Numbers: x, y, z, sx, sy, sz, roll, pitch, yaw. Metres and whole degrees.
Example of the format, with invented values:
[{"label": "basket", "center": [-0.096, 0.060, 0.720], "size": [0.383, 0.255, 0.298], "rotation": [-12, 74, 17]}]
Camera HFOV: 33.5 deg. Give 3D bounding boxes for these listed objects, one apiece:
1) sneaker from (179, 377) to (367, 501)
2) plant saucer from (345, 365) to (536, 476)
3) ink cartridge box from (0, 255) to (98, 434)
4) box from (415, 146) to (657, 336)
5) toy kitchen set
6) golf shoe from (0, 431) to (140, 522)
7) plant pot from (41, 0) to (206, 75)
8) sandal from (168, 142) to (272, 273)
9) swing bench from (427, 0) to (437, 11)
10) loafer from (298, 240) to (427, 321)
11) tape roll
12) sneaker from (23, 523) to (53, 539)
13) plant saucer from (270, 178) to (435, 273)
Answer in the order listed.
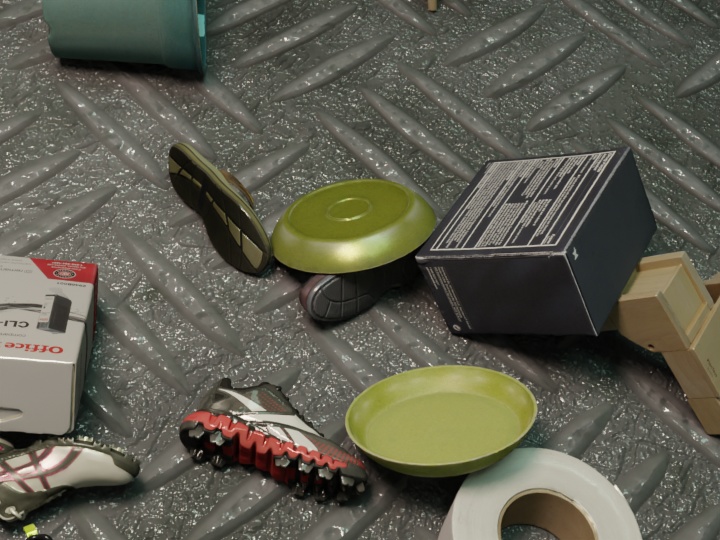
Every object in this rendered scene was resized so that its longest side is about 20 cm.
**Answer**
[{"label": "sneaker", "center": [-0.080, 0.168, 1.228], "size": [0.198, 0.071, 0.099], "rotation": [19, 52, 4]}, {"label": "plant saucer", "center": [0.084, 0.159, 1.241], "size": [0.197, 0.031, 0.200], "rotation": [-5, 23, 2]}, {"label": "ink cartridge box", "center": [-0.345, 0.069, 1.197], "size": [0.142, 0.085, 0.201], "rotation": [5, 29, -9]}, {"label": "box", "center": [0.204, -0.031, 1.366], "size": [0.197, 0.124, 0.200], "rotation": [-2, 37, 41]}, {"label": "toy kitchen set", "center": [0.361, 0.065, 1.415], "size": [0.163, 0.179, 0.201], "rotation": [-48, 113, -34]}, {"label": "golf shoe", "center": [-0.314, 0.203, 1.159], "size": [0.197, 0.077, 0.089], "rotation": [5, 70, -6]}, {"label": "plant pot", "center": [-0.300, -0.351, 1.533], "size": [0.193, 0.201, 0.202], "rotation": [-2, 51, -5]}, {"label": "sandal", "center": [-0.159, -0.083, 1.416], "size": [0.057, 0.080, 0.201], "rotation": [-14, 54, -39]}, {"label": "swing bench", "center": [0.133, -0.530, 1.761], "size": [0.129, 0.201, 0.199], "rotation": [36, 52, 17]}, {"label": "loafer", "center": [0.000, 0.000, 1.397], "size": [0.199, 0.073, 0.063], "rotation": [-25, 41, -35]}, {"label": "tape roll", "center": [0.180, 0.281, 1.197], "size": [0.200, 0.071, 0.204], "rotation": [6, 50, -7]}, {"label": "sneaker", "center": [-0.269, 0.319, 1.055], "size": [0.071, 0.083, 0.201], "rotation": [-18, 58, -25]}, {"label": "plant saucer", "center": [-0.012, -0.060, 1.398], "size": [0.197, 0.031, 0.201], "rotation": [-9, 29, 5]}]
